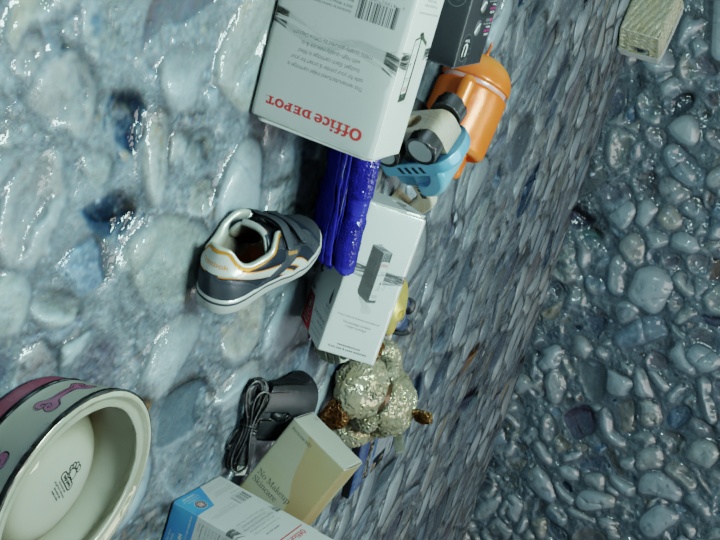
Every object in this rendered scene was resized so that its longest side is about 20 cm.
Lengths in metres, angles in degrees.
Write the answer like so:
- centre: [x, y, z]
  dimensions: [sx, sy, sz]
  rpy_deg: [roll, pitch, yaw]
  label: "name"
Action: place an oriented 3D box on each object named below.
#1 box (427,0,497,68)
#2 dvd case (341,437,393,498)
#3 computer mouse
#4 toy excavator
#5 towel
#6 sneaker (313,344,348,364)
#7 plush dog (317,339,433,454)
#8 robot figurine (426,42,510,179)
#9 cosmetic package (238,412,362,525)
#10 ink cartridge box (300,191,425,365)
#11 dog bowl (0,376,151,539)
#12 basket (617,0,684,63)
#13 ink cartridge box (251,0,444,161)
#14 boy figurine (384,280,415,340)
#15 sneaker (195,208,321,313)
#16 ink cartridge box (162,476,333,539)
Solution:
- centre: [0.104, -0.362, 1.112]
  dimensions: [0.106, 0.121, 0.202]
  rpy_deg: [-31, 139, -60]
  label: "box"
- centre: [0.027, 0.353, 1.858]
  dimensions: [0.200, 0.017, 0.144]
  rpy_deg: [-36, 143, -55]
  label: "dvd case"
- centre: [-0.108, 0.201, 1.278]
  dimensions: [0.200, 0.052, 0.140]
  rpy_deg: [-17, 126, -66]
  label: "computer mouse"
- centre: [0.088, -0.141, 1.325]
  dimensions: [0.100, 0.193, 0.201]
  rpy_deg: [-55, 129, -30]
  label: "toy excavator"
- centre: [-0.022, -0.114, 1.093]
  dimensions: [0.148, 0.049, 0.202]
  rpy_deg: [-116, -145, -58]
  label: "towel"
- centre: [-0.003, 0.051, 1.385]
  dimensions: [0.201, 0.076, 0.089]
  rpy_deg: [-58, 170, -7]
  label: "sneaker"
- centre: [0.019, 0.206, 1.520]
  dimensions: [0.171, 0.159, 0.202]
  rpy_deg: [32, 81, -47]
  label: "plush dog"
- centre: [0.157, -0.244, 1.400]
  dimensions: [0.143, 0.116, 0.202]
  rpy_deg: [23, 91, -43]
  label: "robot figurine"
- centre: [-0.102, 0.303, 1.249]
  dimensions: [0.201, 0.105, 0.071]
  rpy_deg: [-53, 163, 11]
  label: "cosmetic package"
- centre: [0.000, 0.000, 1.202]
  dimensions: [0.144, 0.083, 0.202]
  rpy_deg: [-132, -119, -71]
  label: "ink cartridge box"
- centre: [-0.271, 0.181, 0.790]
  dimensions: [0.201, 0.073, 0.202]
  rpy_deg: [-52, 155, -37]
  label: "dog bowl"
- centre: [0.840, -0.727, 2.654]
  dimensions: [0.202, 0.134, 0.123]
  rpy_deg: [-64, 158, -9]
  label: "basket"
- centre: [-0.009, -0.230, 0.922]
  dimensions: [0.084, 0.145, 0.202]
  rpy_deg: [-26, 137, -64]
  label: "ink cartridge box"
- centre: [0.047, 0.049, 1.492]
  dimensions: [0.200, 0.063, 0.126]
  rpy_deg: [55, 41, -66]
  label: "boy figurine"
- centre: [-0.100, -0.029, 1.004]
  dimensions: [0.200, 0.078, 0.080]
  rpy_deg: [-42, 151, -51]
  label: "sneaker"
- centre: [-0.133, 0.345, 1.146]
  dimensions: [0.116, 0.198, 0.068]
  rpy_deg: [-9, 121, -67]
  label: "ink cartridge box"
